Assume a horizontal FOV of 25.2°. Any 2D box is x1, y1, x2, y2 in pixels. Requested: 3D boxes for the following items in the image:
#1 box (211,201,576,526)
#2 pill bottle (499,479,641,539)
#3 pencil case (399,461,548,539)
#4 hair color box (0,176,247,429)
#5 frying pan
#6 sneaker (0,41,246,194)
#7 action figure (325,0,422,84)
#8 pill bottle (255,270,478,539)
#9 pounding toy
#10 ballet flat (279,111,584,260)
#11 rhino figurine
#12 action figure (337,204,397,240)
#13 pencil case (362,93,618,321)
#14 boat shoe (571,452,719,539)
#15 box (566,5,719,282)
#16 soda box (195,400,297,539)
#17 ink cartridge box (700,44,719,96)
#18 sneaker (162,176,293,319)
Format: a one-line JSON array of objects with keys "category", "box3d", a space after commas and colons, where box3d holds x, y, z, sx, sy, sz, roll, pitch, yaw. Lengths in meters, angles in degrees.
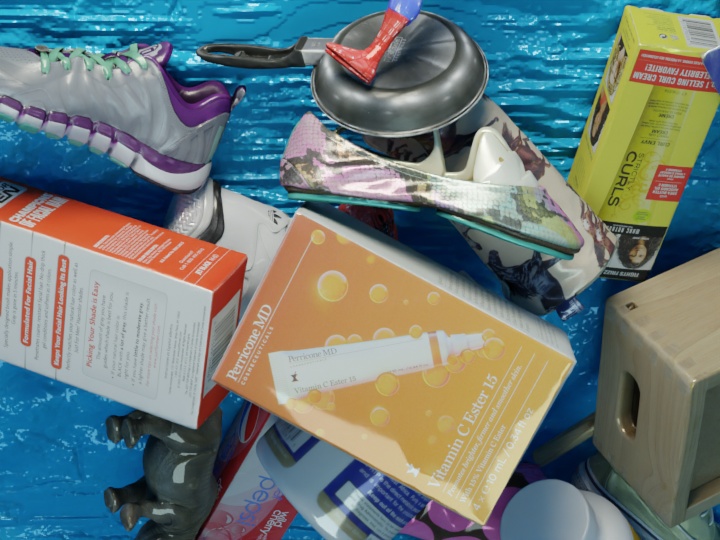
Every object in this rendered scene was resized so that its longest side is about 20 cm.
[{"category": "box", "box3d": [0.022, 0.055, 1.046, 0.199, 0.098, 0.125, 28, 99, 0]}, {"category": "pill bottle", "box3d": [0.181, 0.242, 1.283, 0.104, 0.105, 0.200, -22, 140, 15]}, {"category": "pencil case", "box3d": [0.061, 0.175, 1.317, 0.199, 0.091, 0.094, 17, 102, -21]}, {"category": "hair color box", "box3d": [-0.183, 0.020, 1.104, 0.198, 0.064, 0.112, 17, 119, 13]}, {"category": "frying pan", "box3d": [-0.004, -0.145, 1.037, 0.189, 0.115, 0.031, 30, 147, 29]}, {"category": "sneaker", "box3d": [-0.174, -0.127, 1.050, 0.199, 0.074, 0.088, 23, 107, -30]}, {"category": "action figure", "box3d": [0.028, -0.221, 0.955, 0.099, 0.065, 0.201, 37, 92, -6]}, {"category": "pill bottle", "box3d": [0.033, 0.101, 1.163, 0.200, 0.120, 0.120, -43, 125, 1]}, {"category": "pounding toy", "box3d": [0.247, 0.088, 1.219, 0.183, 0.142, 0.201, -22, 136, -21]}, {"category": "ballet flat", "box3d": [0.048, -0.061, 1.011, 0.198, 0.069, 0.072, 13, 94, 5]}, {"category": "rhino figurine", "box3d": [-0.151, 0.173, 1.254, 0.087, 0.060, 0.201, -14, 133, -27]}, {"category": "action figure", "box3d": [0.000, 0.000, 1.149, 0.065, 0.052, 0.201, -36, 153, -32]}, {"category": "pencil case", "box3d": [0.083, -0.055, 1.082, 0.089, 0.078, 0.200, -45, 105, -6]}, {"category": "boat shoe", "box3d": [0.268, 0.213, 1.374, 0.199, 0.072, 0.062, 32, 121, -26]}, {"category": "box", "box3d": [0.193, -0.084, 1.117, 0.075, 0.050, 0.201, 7, 130, -10]}, {"category": "soda box", "box3d": [-0.069, 0.145, 1.290, 0.069, 0.064, 0.201, 16, 128, -18]}, {"category": "ink cartridge box", "box3d": [0.348, -0.125, 1.063, 0.199, 0.041, 0.200, -32, 136, 11]}, {"category": "sneaker", "box3d": [-0.101, 0.026, 1.172, 0.114, 0.075, 0.201, 14, 126, -13]}]
